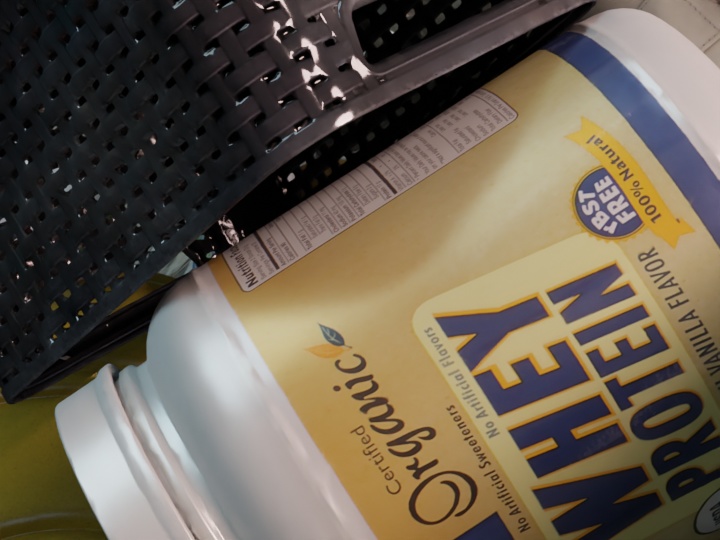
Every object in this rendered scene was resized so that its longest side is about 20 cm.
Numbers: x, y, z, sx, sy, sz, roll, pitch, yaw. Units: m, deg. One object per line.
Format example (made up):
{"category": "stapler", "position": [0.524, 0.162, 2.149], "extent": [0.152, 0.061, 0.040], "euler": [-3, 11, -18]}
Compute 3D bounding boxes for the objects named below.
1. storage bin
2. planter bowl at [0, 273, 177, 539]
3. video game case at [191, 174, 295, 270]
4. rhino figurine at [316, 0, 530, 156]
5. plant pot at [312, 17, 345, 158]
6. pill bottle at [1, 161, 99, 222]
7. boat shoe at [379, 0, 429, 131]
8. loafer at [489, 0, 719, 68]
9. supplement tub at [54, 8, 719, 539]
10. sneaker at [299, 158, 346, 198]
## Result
{"category": "storage bin", "position": [-0.046, -0.055, 0.590], "extent": [0.135, 0.094, 0.200], "euler": [-30, -5, -40]}
{"category": "planter bowl", "position": [-0.114, 0.093, 0.748], "extent": [0.200, 0.200, 0.084], "euler": [-36, 45, 27]}
{"category": "video game case", "position": [-0.052, -0.015, 0.851], "extent": [0.200, 0.022, 0.183], "euler": [109, 166, -53]}
{"category": "rhino figurine", "position": [0.048, -0.070, 0.826], "extent": [0.060, 0.200, 0.088], "euler": [40, 114, 42]}
{"category": "plant pot", "position": [-0.035, -0.093, 1.115], "extent": [0.196, 0.196, 0.200], "euler": [-44, 4, -2]}
{"category": "pill bottle", "position": [-0.171, 0.043, 1.037], "extent": [0.111, 0.200, 0.111], "euler": [-3, 31, 2]}
{"category": "boat shoe", "position": [0.031, -0.089, 0.893], "extent": [0.070, 0.200, 0.071], "euler": [-52, 39, -5]}
{"category": "loafer", "position": [0.111, -0.073, 0.622], "extent": [0.070, 0.200, 0.070], "euler": [107, -176, -56]}
{"category": "supplement tub", "position": [0.030, 0.035, 0.560], "extent": [0.200, 0.145, 0.144], "euler": [-33, 14, -2]}
{"category": "sneaker", "position": [-0.017, 0.025, 0.970], "extent": [0.088, 0.075, 0.200], "euler": [-2, -34, -35]}
